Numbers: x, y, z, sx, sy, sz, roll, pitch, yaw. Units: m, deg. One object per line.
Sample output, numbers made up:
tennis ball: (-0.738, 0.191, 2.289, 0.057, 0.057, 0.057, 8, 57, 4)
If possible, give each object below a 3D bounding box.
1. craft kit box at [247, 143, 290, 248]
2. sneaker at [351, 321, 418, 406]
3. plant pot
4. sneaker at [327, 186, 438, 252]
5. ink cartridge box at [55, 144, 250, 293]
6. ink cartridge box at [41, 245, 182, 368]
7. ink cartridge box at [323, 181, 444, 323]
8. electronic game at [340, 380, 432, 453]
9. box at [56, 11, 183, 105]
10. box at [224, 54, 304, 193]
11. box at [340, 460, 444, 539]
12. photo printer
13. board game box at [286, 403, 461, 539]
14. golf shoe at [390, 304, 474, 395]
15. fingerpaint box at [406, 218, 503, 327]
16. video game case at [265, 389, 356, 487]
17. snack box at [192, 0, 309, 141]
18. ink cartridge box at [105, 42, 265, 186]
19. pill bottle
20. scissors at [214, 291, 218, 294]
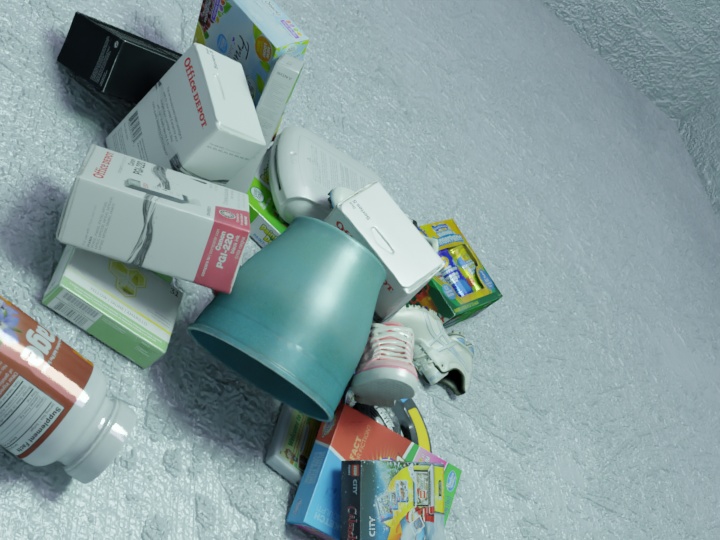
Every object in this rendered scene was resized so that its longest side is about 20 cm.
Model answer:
craft kit box: (-0.095, -0.079, 1.609, 0.197, 0.048, 0.200, 42, 31, -11)
sneaker: (0.031, 0.106, 1.308, 0.075, 0.200, 0.105, 11, 77, -3)
plant pot: (-0.070, 0.047, 1.267, 0.200, 0.200, 0.188, 39, 74, -22)
sneaker: (0.033, -0.068, 1.530, 0.200, 0.072, 0.072, 32, 41, -35)
ink cartridge box: (-0.232, -0.061, 1.221, 0.199, 0.085, 0.146, 16, 18, -13)
ink cartridge box: (-0.278, 0.001, 1.261, 0.145, 0.048, 0.200, 37, 35, -24)
ink cartridge box: (0.000, 0.000, 1.421, 0.084, 0.200, 0.146, -35, 82, -37)
electronic game: (0.022, 0.203, 1.416, 0.200, 0.042, 0.201, 34, 35, -28)
box: (-0.287, -0.268, 1.456, 0.200, 0.079, 0.141, 15, 17, -46)
box: (-0.131, -0.185, 1.414, 0.036, 0.201, 0.144, 25, 13, -7)
box: (0.039, 0.325, 1.255, 0.136, 0.038, 0.201, 11, 74, -39)
photo printer: (-0.052, -0.117, 1.595, 0.200, 0.069, 0.167, 29, 39, -34)
board game box: (0.021, 0.275, 1.309, 0.200, 0.040, 0.154, 32, 64, -26)
golf shoe: (0.104, 0.123, 1.636, 0.200, 0.078, 0.098, 30, 42, -32)
fingerpaint box: (0.134, 0.006, 1.801, 0.167, 0.073, 0.200, 58, 30, 11)
video game case: (-0.030, 0.226, 1.383, 0.182, 0.022, 0.200, 42, 32, -18)
snack box: (-0.170, -0.305, 1.554, 0.068, 0.200, 0.169, -25, 65, -36)
ink cartridge box: (-0.225, -0.165, 1.359, 0.084, 0.200, 0.146, 16, 45, -45)
pill bottle: (-0.317, 0.112, 1.017, 0.200, 0.112, 0.112, 41, 31, -19)
scissors: (-0.201, -0.035, 1.444, 0.073, 0.014, 0.201, -4, 60, -53)
